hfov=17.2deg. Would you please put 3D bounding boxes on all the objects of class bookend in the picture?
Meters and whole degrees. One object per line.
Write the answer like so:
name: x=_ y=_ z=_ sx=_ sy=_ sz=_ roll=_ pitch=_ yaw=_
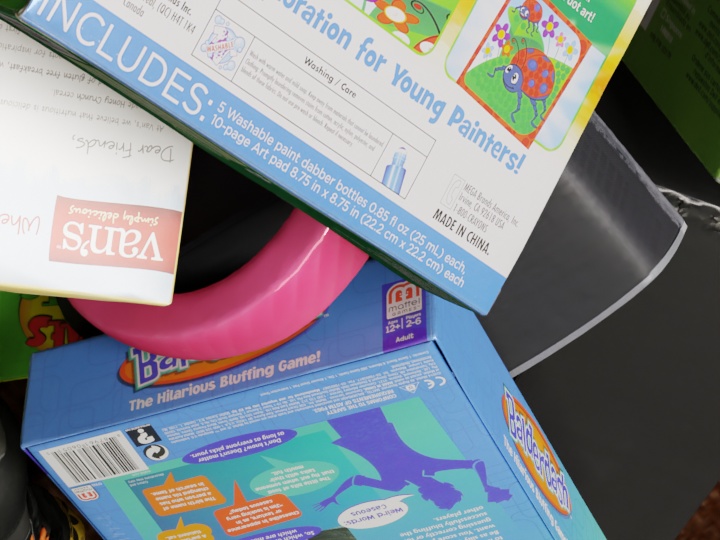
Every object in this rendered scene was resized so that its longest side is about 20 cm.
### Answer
bookend: x=0.062 y=0.008 z=0.929 sx=0.198 sy=0.092 sz=0.200 roll=18 pitch=128 yaw=-15

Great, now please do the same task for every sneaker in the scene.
sneaker: x=-0.144 y=0.095 z=0.915 sx=0.090 sy=0.070 sz=0.200 roll=-10 pitch=153 yaw=-28

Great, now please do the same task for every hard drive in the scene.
hard drive: x=0.000 y=0.000 z=0.835 sx=0.199 sy=0.042 sz=0.135 roll=-28 pitch=124 yaw=24

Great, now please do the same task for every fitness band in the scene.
fitness band: x=-0.046 y=-0.070 z=0.791 sx=0.143 sy=0.201 sz=0.037 roll=0 pitch=163 yaw=32

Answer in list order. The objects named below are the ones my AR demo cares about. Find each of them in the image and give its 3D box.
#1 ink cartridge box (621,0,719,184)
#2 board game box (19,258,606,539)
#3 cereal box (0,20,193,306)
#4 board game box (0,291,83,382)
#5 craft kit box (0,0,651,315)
ink cartridge box: x=0.199 y=-0.077 z=0.879 sx=0.199 sy=0.148 sz=0.076 roll=12 pitch=118 yaw=-25
board game box: x=-0.007 y=0.084 z=0.850 sx=0.151 sy=0.045 sz=0.200 roll=-15 pitch=137 yaw=16
cereal box: x=-0.113 y=-0.095 z=0.715 sx=0.143 sy=0.039 sz=0.201 roll=8 pitch=90 yaw=-30
board game box: x=-0.172 y=-0.007 z=0.871 sx=0.199 sy=0.048 sz=0.102 roll=-8 pitch=126 yaw=-12
craft kit box: x=0.010 y=-0.116 z=0.685 sx=0.200 sy=0.048 sz=0.198 roll=33 pitch=86 yaw=-41
